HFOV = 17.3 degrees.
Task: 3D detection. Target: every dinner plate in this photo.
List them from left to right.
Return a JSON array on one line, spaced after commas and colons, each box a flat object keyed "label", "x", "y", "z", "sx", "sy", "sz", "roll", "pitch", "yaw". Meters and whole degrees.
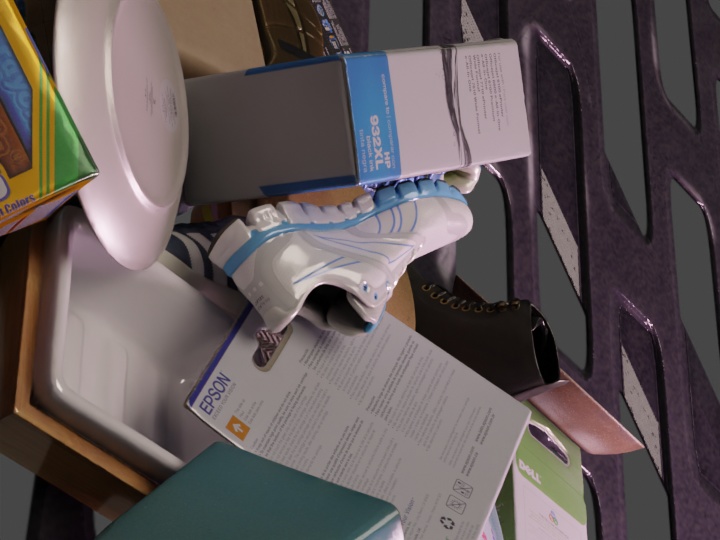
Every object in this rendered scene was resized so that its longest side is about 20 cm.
[{"label": "dinner plate", "x": -0.133, "y": -0.100, "z": 1.391, "sx": 0.200, "sy": 0.024, "sz": 0.201, "roll": -5, "pitch": 90, "yaw": -76}]

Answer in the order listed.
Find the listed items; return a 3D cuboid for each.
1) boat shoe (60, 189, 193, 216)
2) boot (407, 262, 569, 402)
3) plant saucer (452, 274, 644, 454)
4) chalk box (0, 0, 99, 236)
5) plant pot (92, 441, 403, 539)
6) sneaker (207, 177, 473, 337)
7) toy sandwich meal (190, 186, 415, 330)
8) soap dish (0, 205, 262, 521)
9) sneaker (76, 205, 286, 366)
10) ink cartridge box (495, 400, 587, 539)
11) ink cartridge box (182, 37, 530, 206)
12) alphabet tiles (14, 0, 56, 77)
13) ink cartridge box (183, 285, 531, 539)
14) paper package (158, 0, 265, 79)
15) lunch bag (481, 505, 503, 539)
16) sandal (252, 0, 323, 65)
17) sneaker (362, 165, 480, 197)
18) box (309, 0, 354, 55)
[{"label": "boat shoe", "x": -0.171, "y": -0.070, "z": 1.503, "sx": 0.200, "sy": 0.070, "sz": 0.066, "roll": -1, "pitch": 64, "yaw": -61}, {"label": "boot", "x": 0.073, "y": 0.025, "z": 1.761, "sx": 0.077, "sy": 0.138, "sz": 0.200, "roll": 6, "pitch": 61, "yaw": -58}, {"label": "plant saucer", "x": 0.138, "y": 0.083, "z": 1.855, "sx": 0.200, "sy": 0.037, "sz": 0.200, "roll": 42, "pitch": 2, "yaw": -1}, {"label": "chalk box", "x": -0.251, "y": -0.105, "z": 1.289, "sx": 0.124, "sy": 0.125, "sz": 0.200, "roll": -26, "pitch": 91, "yaw": -23}, {"label": "plant pot", "x": -0.090, "y": 0.214, "z": 1.292, "sx": 0.200, "sy": 0.141, "sz": 0.142, "roll": -31, "pitch": 126, "yaw": -42}, {"label": "sneaker", "x": 0.000, "y": 0.000, "z": 1.491, "sx": 0.200, "sy": 0.075, "sz": 0.087, "roll": -14, "pitch": 65, "yaw": -38}, {"label": "toy sandwich meal", "x": -0.037, "y": 0.008, "z": 1.671, "sx": 0.205, "sy": 0.070, "sz": 0.205, "roll": 42, "pitch": 36, "yaw": -41}, {"label": "soap dish", "x": -0.145, "y": 0.070, "z": 1.417, "sx": 0.200, "sy": 0.081, "sz": 0.158, "roll": 39, "pitch": 37, "yaw": -40}, {"label": "sneaker", "x": -0.112, "y": -0.008, "z": 1.520, "sx": 0.200, "sy": 0.075, "sz": 0.085, "roll": 30, "pitch": 50, "yaw": -34}, {"label": "ink cartridge box", "x": 0.122, "y": 0.201, "z": 1.783, "sx": 0.104, "sy": 0.059, "sz": 0.200, "roll": 40, "pitch": 36, "yaw": -37}, {"label": "ink cartridge box", "x": -0.004, "y": -0.097, "z": 1.535, "sx": 0.200, "sy": 0.145, "sz": 0.084, "roll": -12, "pitch": 95, "yaw": -53}, {"label": "alphabet tiles", "x": -0.183, "y": -0.186, "z": 1.419, "sx": 0.167, "sy": 0.008, "sz": 0.200, "roll": -25, "pitch": 122, "yaw": -34}, {"label": "ink cartridge box", "x": -0.004, "y": 0.097, "z": 1.465, "sx": 0.200, "sy": 0.041, "sz": 0.200, "roll": 36, "pitch": 36, "yaw": -4}, {"label": "paper package", "x": -0.171, "y": -0.201, "z": 1.572, "sx": 0.200, "sy": 0.103, "sz": 0.191, "roll": 23, "pitch": 49, "yaw": -50}, {"label": "lunch bag", "x": 0.018, "y": 0.212, "z": 1.533, "sx": 0.170, "sy": 0.127, "sz": 0.200, "roll": 31, "pitch": 31, "yaw": -46}, {"label": "sandal", "x": -0.060, "y": -0.130, "z": 1.674, "sx": 0.080, "sy": 0.054, "sz": 0.200, "roll": 27, "pitch": 36, "yaw": -34}, {"label": "sneaker", "x": 0.025, "y": -0.086, "z": 1.812, "sx": 0.077, "sy": 0.076, "sz": 0.200, "roll": 25, "pitch": 19, "yaw": 25}, {"label": "box", "x": -0.083, "y": -0.197, "z": 1.778, "sx": 0.193, "sy": 0.047, "sz": 0.200, "roll": -21, "pitch": 87, "yaw": -59}]
